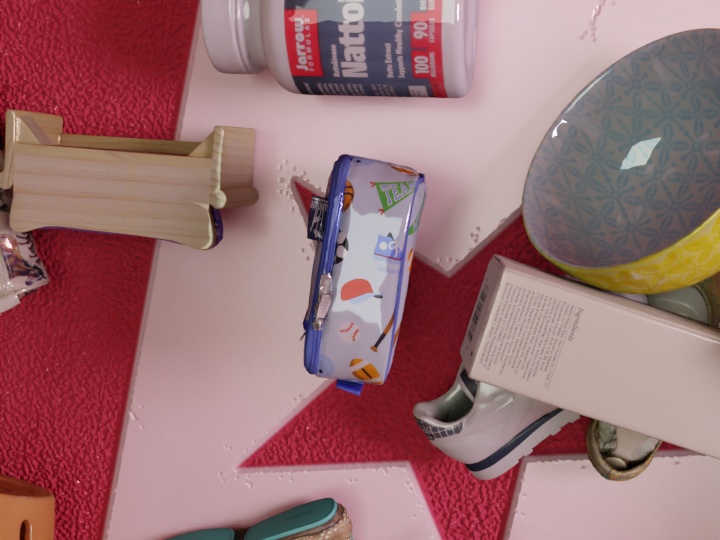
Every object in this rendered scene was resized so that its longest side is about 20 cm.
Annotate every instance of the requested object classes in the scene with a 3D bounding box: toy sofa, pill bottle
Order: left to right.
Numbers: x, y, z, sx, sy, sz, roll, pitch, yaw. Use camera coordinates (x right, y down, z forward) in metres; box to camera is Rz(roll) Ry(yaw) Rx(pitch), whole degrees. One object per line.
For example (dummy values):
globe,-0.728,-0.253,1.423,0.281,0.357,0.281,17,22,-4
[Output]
toy sofa,-0.189,-0.076,0.821,0.197,0.083,0.099,5,97,11
pill bottle,-0.013,-0.193,0.755,0.197,0.120,0.122,3,96,12

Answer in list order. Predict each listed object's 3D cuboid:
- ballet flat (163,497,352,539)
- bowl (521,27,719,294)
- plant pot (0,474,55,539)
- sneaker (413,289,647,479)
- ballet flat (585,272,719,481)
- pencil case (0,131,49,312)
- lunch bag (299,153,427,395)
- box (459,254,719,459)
ballet flat,-0.096,0.249,0.841,0.197,0.071,0.066,-16,106,17
bowl,0.223,-0.057,0.705,0.200,0.201,0.107,-45,122,12
plant pot,-0.344,0.244,0.839,0.197,0.200,0.142,11,81,11
sneaker,0.131,0.073,0.755,0.080,0.077,0.200,40,103,-20
ballet flat,0.224,0.068,0.754,0.070,0.071,0.203,21,99,9
pencil case,-0.325,-0.063,0.848,0.077,0.089,0.203,-15,91,-11
lunch bag,0.000,0.000,0.727,0.074,0.200,0.163,11,97,2
box,0.174,0.059,0.686,0.197,0.068,0.083,19,98,-2
